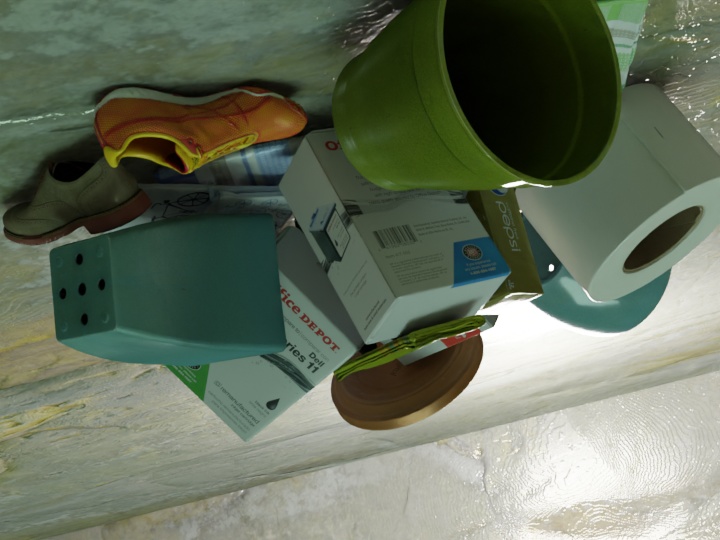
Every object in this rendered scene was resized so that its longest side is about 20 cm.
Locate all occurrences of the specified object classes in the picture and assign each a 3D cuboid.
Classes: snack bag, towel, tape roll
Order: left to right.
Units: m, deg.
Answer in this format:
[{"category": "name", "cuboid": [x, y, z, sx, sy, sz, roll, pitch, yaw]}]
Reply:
[{"category": "snack bag", "cuboid": [-0.179, -0.048, 1.407, 0.199, 0.021, 0.189, 0, 158, -27]}, {"category": "towel", "cuboid": [-0.108, -0.096, 1.376, 0.199, 0.024, 0.147, -12, 162, 0]}, {"category": "towel", "cuboid": [0.046, 0.081, 1.333, 0.086, 0.018, 0.200, -13, 172, -27]}, {"category": "towel", "cuboid": [0.193, -0.202, 1.240, 0.149, 0.031, 0.200, -13, 163, -1]}, {"category": "tape roll", "cuboid": [0.285, -0.082, 1.398, 0.202, 0.139, 0.203, -29, 155, -15]}]

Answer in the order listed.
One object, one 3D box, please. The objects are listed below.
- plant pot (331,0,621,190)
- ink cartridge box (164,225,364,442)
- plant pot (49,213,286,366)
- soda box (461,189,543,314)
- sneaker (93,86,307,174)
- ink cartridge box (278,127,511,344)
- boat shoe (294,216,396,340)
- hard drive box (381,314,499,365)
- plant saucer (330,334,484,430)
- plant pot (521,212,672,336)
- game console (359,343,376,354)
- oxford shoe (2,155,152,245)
[{"category": "plant pot", "cuboid": [0.080, -0.150, 1.097, 0.200, 0.201, 0.193, 1, 171, -38]}, {"category": "ink cartridge box", "cuboid": [-0.100, 0.070, 1.415, 0.200, 0.147, 0.083, -41, -172, 30]}, {"category": "plant pot", "cuboid": [-0.197, 0.019, 1.276, 0.141, 0.142, 0.200, -12, 171, 38]}, {"category": "soda box", "cuboid": [0.123, -0.057, 1.357, 0.068, 0.201, 0.064, -27, 162, 39]}, {"category": "sneaker", "cuboid": [-0.142, -0.122, 1.180, 0.199, 0.077, 0.073, -7, 161, -23]}, {"category": "ink cartridge box", "cuboid": [0.032, -0.043, 1.288, 0.146, 0.200, 0.086, -11, 149, -35]}, {"category": "boat shoe", "cuboid": [0.000, 0.000, 1.428, 0.200, 0.060, 0.076, 40, 137, -11]}, {"category": "hard drive box", "cuboid": [0.049, -0.002, 1.502, 0.200, 0.077, 0.156, 45, 136, -17]}, {"category": "plant saucer", "cuboid": [0.053, 0.113, 1.592, 0.200, 0.201, 0.032, -18, 122, 19]}, {"category": "plant pot", "cuboid": [0.254, -0.022, 1.567, 0.134, 0.201, 0.200, 5, 156, -43]}, {"category": "game console", "cuboid": [-0.077, 0.052, 1.577, 0.175, 0.117, 0.200, -12, -166, -1]}, {"category": "oxford shoe", "cuboid": [-0.288, -0.075, 1.274, 0.199, 0.075, 0.070, -10, -154, 37]}]
